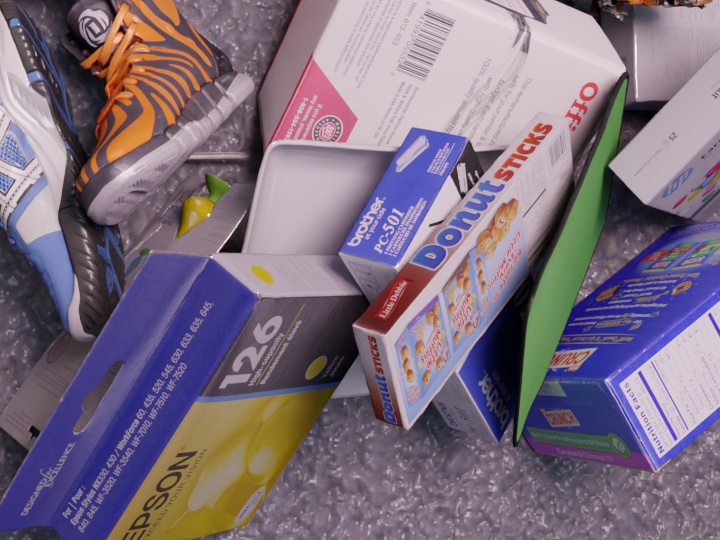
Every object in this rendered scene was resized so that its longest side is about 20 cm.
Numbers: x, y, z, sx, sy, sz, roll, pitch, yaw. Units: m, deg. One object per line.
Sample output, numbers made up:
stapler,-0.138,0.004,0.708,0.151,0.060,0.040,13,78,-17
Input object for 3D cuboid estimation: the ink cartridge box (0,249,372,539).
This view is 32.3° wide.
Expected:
ink cartridge box,-0.088,0.079,0.711,0.199,0.047,0.199,-56,155,20

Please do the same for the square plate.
square plate,0.000,0.000,0.796,0.195,0.029,0.202,-2,127,-31

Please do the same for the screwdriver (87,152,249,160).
screwdriver,-0.167,-0.075,0.793,0.197,0.028,0.029,-8,63,-24

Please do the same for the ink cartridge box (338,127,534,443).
ink cartridge box,0.060,0.014,0.766,0.095,0.044,0.201,-59,143,-23

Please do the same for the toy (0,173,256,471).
toy,-0.132,0.033,0.762,0.047,0.115,0.202,39,76,-29

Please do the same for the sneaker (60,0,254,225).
sneaker,-0.143,-0.106,0.740,0.077,0.200,0.112,-40,100,25

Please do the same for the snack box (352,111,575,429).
snack box,0.066,-0.004,0.705,0.200,0.024,0.073,-48,140,-34

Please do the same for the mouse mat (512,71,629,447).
mouse mat,0.131,-0.005,0.781,0.007,0.162,0.202,18,57,17

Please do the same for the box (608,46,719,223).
box,0.261,-0.106,0.854,0.156,0.199,0.041,-47,69,17

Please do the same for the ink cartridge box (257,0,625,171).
ink cartridge box,0.050,-0.122,0.815,0.197,0.085,0.146,17,122,-21

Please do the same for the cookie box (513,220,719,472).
cookie box,0.213,0.047,0.868,0.199,0.171,0.076,-35,99,-18

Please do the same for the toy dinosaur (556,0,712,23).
toy dinosaur,0.145,-0.229,0.849,0.199,0.136,0.103,41,91,-6

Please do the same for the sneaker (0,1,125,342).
sneaker,-0.196,-0.051,0.730,0.076,0.076,0.203,-21,84,2

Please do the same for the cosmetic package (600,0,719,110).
cosmetic package,0.257,-0.226,0.952,0.148,0.052,0.204,-2,90,-20

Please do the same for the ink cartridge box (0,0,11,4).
ink cartridge box,-0.316,-0.224,0.721,0.197,0.050,0.165,-14,94,-25
